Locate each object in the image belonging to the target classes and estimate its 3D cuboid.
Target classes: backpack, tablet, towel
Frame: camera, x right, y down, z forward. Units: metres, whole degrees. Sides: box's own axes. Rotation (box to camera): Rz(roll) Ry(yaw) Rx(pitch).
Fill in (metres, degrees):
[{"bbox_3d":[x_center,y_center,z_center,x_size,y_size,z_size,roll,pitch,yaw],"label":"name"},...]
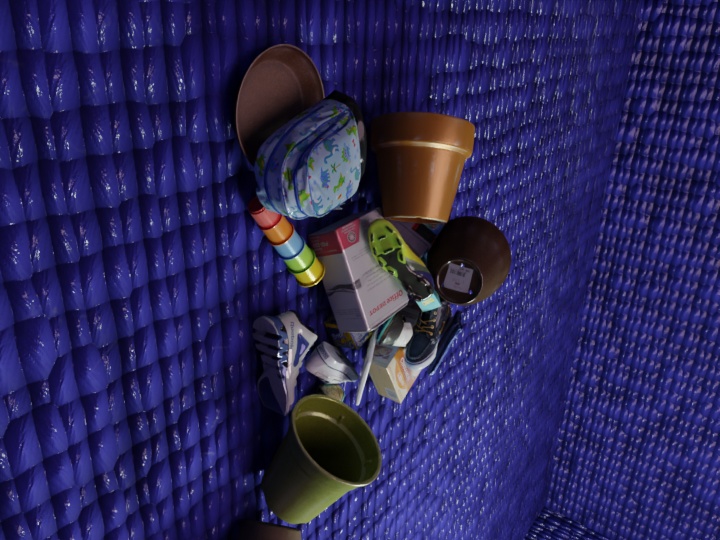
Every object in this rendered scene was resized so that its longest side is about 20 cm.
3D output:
[{"bbox_3d":[-0.074,-0.163,0.944,0.199,0.153,0.164,-27,134,-32],"label":"backpack"},{"bbox_3d":[0.019,0.175,1.305,0.201,0.014,0.131,-72,177,-58],"label":"tablet"},{"bbox_3d":[0.210,0.174,1.499,0.146,0.024,0.200,-61,173,10],"label":"towel"}]

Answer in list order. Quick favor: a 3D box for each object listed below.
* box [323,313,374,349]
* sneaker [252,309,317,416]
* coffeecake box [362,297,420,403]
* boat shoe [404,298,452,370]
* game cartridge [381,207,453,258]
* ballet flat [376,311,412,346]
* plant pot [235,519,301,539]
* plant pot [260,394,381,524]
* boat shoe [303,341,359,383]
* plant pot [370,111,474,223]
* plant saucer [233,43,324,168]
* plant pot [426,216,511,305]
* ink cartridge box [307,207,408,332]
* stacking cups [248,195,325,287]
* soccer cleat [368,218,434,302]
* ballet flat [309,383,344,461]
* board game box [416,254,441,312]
[{"bbox_3d":[0.016,0.077,1.294,0.200,0.070,0.065,-44,123,-37],"label":"box"},{"bbox_3d":[-0.126,0.157,1.118,0.115,0.080,0.201,-27,125,-46],"label":"sneaker"},{"bbox_3d":[0.103,0.192,1.487,0.200,0.073,0.154,-53,142,-28],"label":"coffeecake box"},{"bbox_3d":[0.151,0.131,1.409,0.201,0.070,0.091,-53,140,-40],"label":"boat shoe"},{"bbox_3d":[0.116,-0.115,1.288,0.200,0.129,0.038,-52,177,-46],"label":"game cartridge"},{"bbox_3d":[0.078,0.122,1.319,0.068,0.068,0.200,-59,-178,14],"label":"ballet flat"},{"bbox_3d":[-0.182,0.574,1.157,0.200,0.198,0.176,44,52,-55],"label":"plant pot"},{"bbox_3d":[-0.090,0.375,1.167,0.200,0.201,0.185,-3,135,-56],"label":"plant pot"},{"bbox_3d":[-0.061,0.199,1.260,0.065,0.074,0.200,-37,149,2],"label":"boat shoe"},{"bbox_3d":[0.112,-0.187,1.173,0.199,0.199,0.185,3,91,-57],"label":"plant pot"},{"bbox_3d":[-0.132,-0.248,0.958,0.200,0.036,0.202,-32,130,-46],"label":"plant saucer"},{"bbox_3d":[0.214,-0.004,1.266,0.200,0.185,0.189,-41,140,-69],"label":"plant pot"},{"bbox_3d":[0.000,0.000,1.172,0.145,0.084,0.202,-30,105,-46],"label":"ink cartridge box"},{"bbox_3d":[-0.124,-0.054,1.046,0.061,0.060,0.201,-56,142,-23],"label":"stacking cups"},{"bbox_3d":[0.074,-0.025,1.167,0.200,0.064,0.084,51,17,-28],"label":"soccer cleat"},{"bbox_3d":[-0.093,0.330,1.276,0.071,0.070,0.202,17,91,-57],"label":"ballet flat"},{"bbox_3d":[0.113,-0.020,1.349,0.200,0.047,0.152,51,23,-52],"label":"board game box"}]
